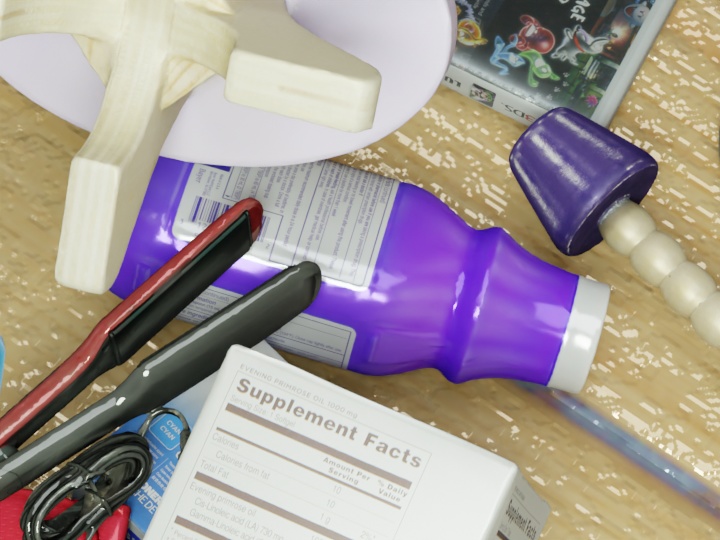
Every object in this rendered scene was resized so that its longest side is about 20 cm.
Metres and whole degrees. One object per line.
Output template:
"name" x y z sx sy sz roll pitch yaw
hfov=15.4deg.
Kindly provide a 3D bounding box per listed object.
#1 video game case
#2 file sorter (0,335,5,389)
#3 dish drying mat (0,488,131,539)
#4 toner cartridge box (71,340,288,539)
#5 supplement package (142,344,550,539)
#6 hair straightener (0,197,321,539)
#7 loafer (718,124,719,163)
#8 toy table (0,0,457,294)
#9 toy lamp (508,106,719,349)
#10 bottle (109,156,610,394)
"video game case" 0.065 -0.166 1.217 0.182 0.023 0.200 26 59 8
"file sorter" -0.214 -0.023 1.029 0.122 0.139 0.200 -6 61 -16
"dish drying mat" -0.142 0.174 0.971 0.077 0.018 0.200 4 65 19
"toner cartridge box" -0.010 0.123 1.026 0.200 0.043 0.095 43 63 16
"supplement package" -0.027 0.144 0.926 0.109 0.114 0.200 22 82 14
"hair straightener" -0.088 0.059 0.988 0.200 0.041 0.077 -39 71 -21
"loafer" 0.200 -0.090 1.168 0.072 0.063 0.200 11 59 -2
"toy table" -0.071 -0.094 0.976 0.200 0.184 0.117 2 17 10
"toy lamp" 0.141 0.010 1.106 0.058 0.058 0.200 -37 73 -25
"bottle" 0.000 0.000 1.083 0.200 0.065 0.084 16 45 1
